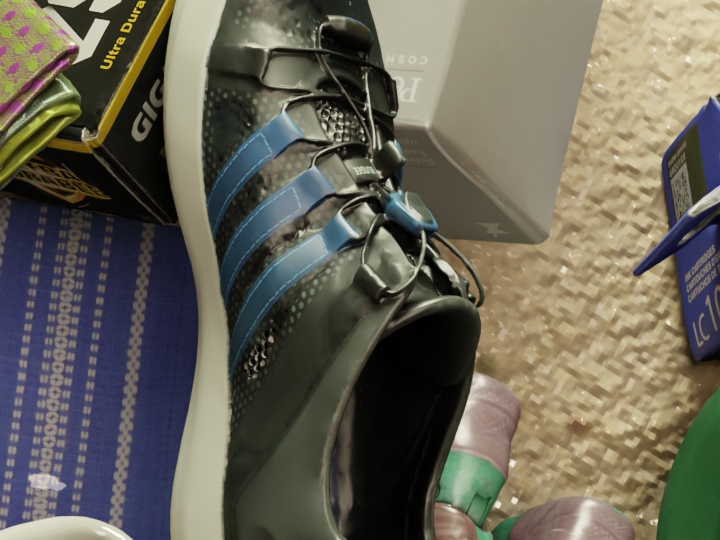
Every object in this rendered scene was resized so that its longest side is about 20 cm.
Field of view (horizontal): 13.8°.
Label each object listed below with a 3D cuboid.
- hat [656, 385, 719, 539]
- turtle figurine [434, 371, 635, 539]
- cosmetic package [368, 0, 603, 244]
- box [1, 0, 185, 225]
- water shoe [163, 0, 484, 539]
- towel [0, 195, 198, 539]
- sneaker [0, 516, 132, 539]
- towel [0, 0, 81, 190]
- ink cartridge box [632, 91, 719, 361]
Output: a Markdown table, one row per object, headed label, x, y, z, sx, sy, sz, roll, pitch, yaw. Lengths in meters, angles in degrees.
| label | x | y | z | sx | sy | sz | roll | pitch | yaw |
| --- | --- | --- | --- | --- | --- | --- | --- | --- | --- |
| hat | 0.207 | 0.086 | 0.931 | 0.199 | 0.176 | 0.167 | 11 | 96 | 17 |
| turtle figurine | 0.017 | 0.133 | 0.802 | 0.100 | 0.150 | 0.201 | 0 | 49 | 25 |
| cosmetic package | 0.017 | -0.114 | 0.871 | 0.106 | 0.090 | 0.201 | 2 | 66 | 30 |
| box | -0.079 | -0.118 | 0.834 | 0.159 | 0.049 | 0.201 | 13 | 67 | 35 |
| water shoe | 0.000 | 0.000 | 0.744 | 0.071 | 0.079 | 0.201 | 9 | 77 | -50 |
| towel | -0.134 | 0.035 | 0.827 | 0.199 | 0.024 | 0.146 | 10 | 61 | -11 |
| sneaker | -0.120 | 0.133 | 0.704 | 0.072 | 0.115 | 0.201 | 30 | 50 | 12 |
| towel | -0.172 | -0.016 | 0.779 | 0.200 | 0.023 | 0.144 | -45 | 49 | -1 |
| ink cartridge box | 0.178 | -0.029 | 0.889 | 0.199 | 0.137 | 0.077 | -1 | 70 | -16 |
